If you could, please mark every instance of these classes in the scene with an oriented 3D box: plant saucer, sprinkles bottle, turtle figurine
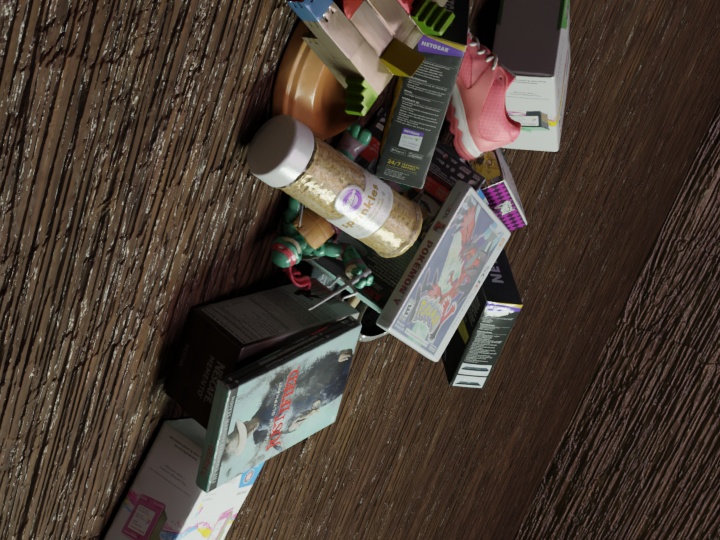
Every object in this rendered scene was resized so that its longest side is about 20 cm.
[{"bbox_3d":[-0.016,-0.213,1.455,0.200,0.037,0.200,-49,158,-27],"label":"plant saucer"},{"bbox_3d":[-0.023,-0.082,1.446,0.200,0.068,0.068,32,89,-40],"label":"sprinkles bottle"},{"bbox_3d":[-0.038,-0.059,1.544,0.200,0.101,0.150,-51,119,-29],"label":"turtle figurine"}]

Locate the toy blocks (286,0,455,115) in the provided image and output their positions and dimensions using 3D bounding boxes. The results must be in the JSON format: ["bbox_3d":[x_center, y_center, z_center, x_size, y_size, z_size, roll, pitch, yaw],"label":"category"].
[{"bbox_3d":[0.006,-0.265,1.325,0.200,0.100,0.137,-55,129,-15],"label":"toy blocks"}]

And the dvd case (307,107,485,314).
[{"bbox_3d":[0.028,-0.067,1.619,0.200,0.146,0.022,-54,176,-18],"label":"dvd case"}]

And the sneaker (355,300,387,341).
[{"bbox_3d":[0.069,0.028,1.747,0.200,0.075,0.082,-40,-171,9],"label":"sneaker"}]

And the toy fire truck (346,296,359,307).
[{"bbox_3d":[0.000,0.000,1.688,0.200,0.049,0.141,-49,159,-30],"label":"toy fire truck"}]

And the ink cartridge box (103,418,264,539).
[{"bbox_3d":[-0.204,0.273,1.623,0.200,0.085,0.144,-61,161,7],"label":"ink cartridge box"}]

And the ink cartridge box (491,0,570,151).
[{"bbox_3d":[0.219,-0.260,1.831,0.200,0.084,0.145,69,29,-66],"label":"ink cartridge box"}]

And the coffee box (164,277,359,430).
[{"bbox_3d":[-0.105,0.089,1.565,0.200,0.080,0.113,-16,134,-51],"label":"coffee box"}]

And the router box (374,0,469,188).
[{"bbox_3d":[0.066,-0.198,1.483,0.200,0.052,0.158,-80,-174,-63],"label":"router box"}]

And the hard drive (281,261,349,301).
[{"bbox_3d":[-0.032,0.006,1.742,0.200,0.033,0.140,-33,147,-52],"label":"hard drive"}]

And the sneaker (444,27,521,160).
[{"bbox_3d":[0.129,-0.228,1.620,0.074,0.087,0.201,-61,137,-65],"label":"sneaker"}]

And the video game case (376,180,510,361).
[{"bbox_3d":[0.099,0.006,1.641,0.182,0.023,0.200,-60,157,-3],"label":"video game case"}]

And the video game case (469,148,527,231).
[{"bbox_3d":[0.150,-0.156,1.771,0.036,0.182,0.200,-20,163,9],"label":"video game case"}]

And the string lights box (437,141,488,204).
[{"bbox_3d":[0.089,-0.113,1.763,0.059,0.103,0.200,-60,161,-4],"label":"string lights box"}]

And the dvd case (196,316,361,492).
[{"bbox_3d":[-0.085,0.140,1.525,0.200,0.022,0.146,-23,139,-43],"label":"dvd case"}]

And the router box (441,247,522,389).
[{"bbox_3d":[0.144,0.030,1.895,0.200,0.052,0.157,-102,-156,-45],"label":"router box"}]
